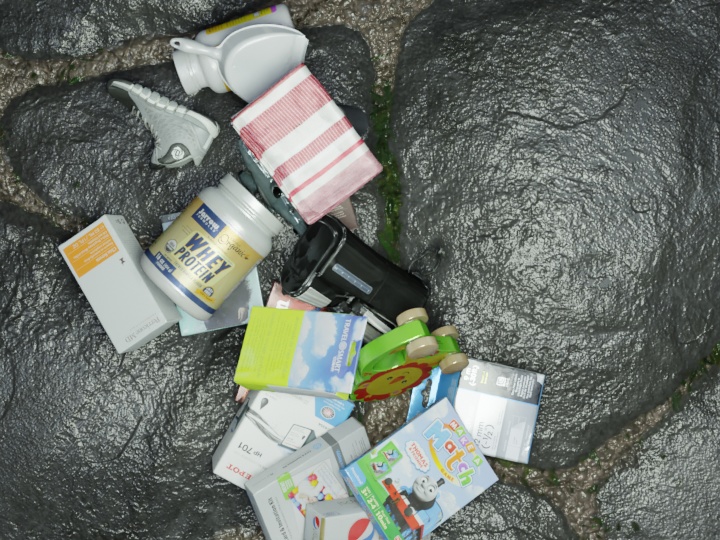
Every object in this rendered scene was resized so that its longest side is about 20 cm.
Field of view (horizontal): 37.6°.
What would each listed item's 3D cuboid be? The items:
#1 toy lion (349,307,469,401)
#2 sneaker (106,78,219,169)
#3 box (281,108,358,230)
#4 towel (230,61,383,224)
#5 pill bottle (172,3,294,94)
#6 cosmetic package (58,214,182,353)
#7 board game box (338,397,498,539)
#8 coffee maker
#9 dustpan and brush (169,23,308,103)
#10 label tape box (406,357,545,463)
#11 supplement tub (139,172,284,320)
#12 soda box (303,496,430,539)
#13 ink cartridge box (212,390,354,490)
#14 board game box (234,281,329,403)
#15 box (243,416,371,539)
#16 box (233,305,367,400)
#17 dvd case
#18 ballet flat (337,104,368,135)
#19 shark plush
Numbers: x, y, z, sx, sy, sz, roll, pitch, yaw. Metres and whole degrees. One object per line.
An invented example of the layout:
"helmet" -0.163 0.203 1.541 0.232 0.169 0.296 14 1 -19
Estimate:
"toy lion" 0.055 0.143 1.614 0.191 0.200 0.069 -28 64 17
"sneaker" -0.339 -0.228 1.721 0.199 0.075 0.116 24 90 2
"box" -0.066 -0.161 1.658 0.074 0.100 0.201 -18 112 1
"towel" -0.080 -0.187 1.575 0.144 0.023 0.200 -37 101 3
"pill bottle" -0.197 -0.351 1.708 0.199 0.104 0.105 -18 86 1
"cosmetic package" -0.385 0.021 1.698 0.101 0.071 0.201 -33 85 11
"board game box" 0.089 0.309 1.596 0.199 0.037 0.152 -32 88 -23
"coffee maker" 0.000 0.000 1.632 0.200 0.134 0.193 37 70 -33
"dustpan and brush" -0.195 -0.327 1.639 0.199 0.057 0.140 7 120 -20
"label tape box" 0.180 0.213 1.679 0.199 0.066 0.144 12 87 1
"supplement tub" -0.229 -0.038 1.648 0.144 0.144 0.200 42 89 4
"soda box" 0.013 0.387 1.620 0.199 0.064 0.069 0 100 -31
"ink cartridge box" -0.122 0.254 1.658 0.146 0.086 0.201 30 90 -11
"board game box" -0.124 0.129 1.707 0.102 0.019 0.201 18 87 -8
"box" -0.065 0.339 1.622 0.199 0.041 0.157 -28 121 -20
"box" -0.082 0.121 1.561 0.199 0.048 0.123 3 71 27
"dvd case" -0.240 -0.004 1.728 0.145 0.022 0.202 -10 85 1
"ballet flat" -0.086 -0.241 1.715 0.198 0.073 0.074 1 86 2
"shark plush" -0.139 -0.120 1.696 0.090 0.083 0.201 -21 82 1
